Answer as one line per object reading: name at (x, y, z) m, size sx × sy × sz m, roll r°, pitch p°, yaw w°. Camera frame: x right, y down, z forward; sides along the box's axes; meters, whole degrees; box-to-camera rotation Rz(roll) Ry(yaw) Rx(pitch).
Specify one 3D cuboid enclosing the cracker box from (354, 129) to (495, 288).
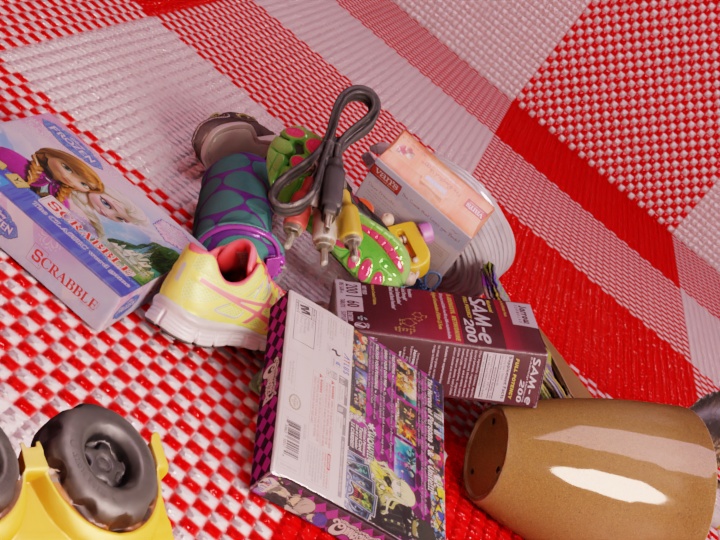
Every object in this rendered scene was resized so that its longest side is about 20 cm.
cracker box at (0.053, -0.050, 1.542) m, size 0.134 × 0.200 × 0.058 m, roll 41°, pitch 59°, yaw 3°

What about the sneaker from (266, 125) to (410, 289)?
sneaker at (-0.027, -0.055, 1.379) m, size 0.201 × 0.076 × 0.084 m, roll 54°, pitch -5°, yaw 8°

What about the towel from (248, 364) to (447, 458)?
towel at (-0.006, 0.136, 1.253) m, size 0.199 × 0.023 × 0.153 m, roll 37°, pitch 17°, yaw -3°

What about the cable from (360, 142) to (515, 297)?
cable at (0.085, -0.051, 1.622) m, size 0.198 × 0.069 × 0.202 m, roll 8°, pitch -47°, yaw 46°

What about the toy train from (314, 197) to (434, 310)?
toy train at (0.000, 0.000, 1.444) m, size 0.148 × 0.056 × 0.202 m, roll 5°, pitch 50°, yaw 3°

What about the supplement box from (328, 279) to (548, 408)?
supplement box at (0.069, 0.068, 1.298) m, size 0.197 × 0.062 × 0.109 m, roll 8°, pitch 24°, yaw -7°

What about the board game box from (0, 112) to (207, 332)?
board game box at (-0.247, -0.049, 1.178) m, size 0.199 × 0.041 × 0.199 m, roll 41°, pitch 18°, yaw 2°

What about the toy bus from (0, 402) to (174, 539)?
toy bus at (-0.174, 0.179, 0.678) m, size 0.199 × 0.135 × 0.194 m, roll 10°, pitch 49°, yaw -52°

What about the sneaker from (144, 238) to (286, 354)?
sneaker at (-0.100, 0.019, 1.204) m, size 0.077 × 0.092 × 0.199 m, roll 24°, pitch 8°, yaw 28°

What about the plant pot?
plant pot at (0.205, 0.196, 1.312) m, size 0.197 × 0.188 × 0.187 m, roll 18°, pitch 24°, yaw -19°

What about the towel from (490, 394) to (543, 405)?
towel at (0.183, 0.145, 1.474) m, size 0.201 × 0.048 × 0.172 m, roll 55°, pitch 11°, yaw -26°

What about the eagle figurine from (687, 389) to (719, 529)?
eagle figurine at (0.360, 0.236, 1.522) m, size 0.152 × 0.150 × 0.200 m, roll 58°, pitch 40°, yaw -19°

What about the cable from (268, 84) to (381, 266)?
cable at (-0.035, -0.098, 1.329) m, size 0.096 × 0.051 × 0.202 m, roll 12°, pitch 52°, yaw -4°

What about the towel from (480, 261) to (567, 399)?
towel at (0.173, 0.070, 1.463) m, size 0.145 × 0.023 × 0.200 m, roll 57°, pitch 8°, yaw -9°

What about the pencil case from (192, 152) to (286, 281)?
pencil case at (-0.118, -0.046, 1.358) m, size 0.091 × 0.086 × 0.201 m, roll 19°, pitch 23°, yaw -12°

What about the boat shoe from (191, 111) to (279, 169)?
boat shoe at (-0.148, -0.148, 1.569) m, size 0.059 × 0.072 × 0.200 m, roll 37°, pitch 13°, yaw 14°

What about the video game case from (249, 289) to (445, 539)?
video game case at (-0.005, 0.135, 1.143) m, size 0.180 × 0.036 × 0.202 m, roll 32°, pitch 36°, yaw -25°

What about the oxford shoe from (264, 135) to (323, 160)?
oxford shoe at (-0.068, -0.107, 1.526) m, size 0.073 × 0.084 × 0.200 m, roll 62°, pitch -14°, yaw -7°

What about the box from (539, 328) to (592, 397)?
box at (0.264, 0.163, 1.630) m, size 0.200 × 0.021 × 0.164 m, roll 49°, pitch 11°, yaw -31°

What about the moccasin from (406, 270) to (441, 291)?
moccasin at (0.064, 0.054, 1.488) m, size 0.067 × 0.081 × 0.202 m, roll -10°, pitch 54°, yaw -20°
